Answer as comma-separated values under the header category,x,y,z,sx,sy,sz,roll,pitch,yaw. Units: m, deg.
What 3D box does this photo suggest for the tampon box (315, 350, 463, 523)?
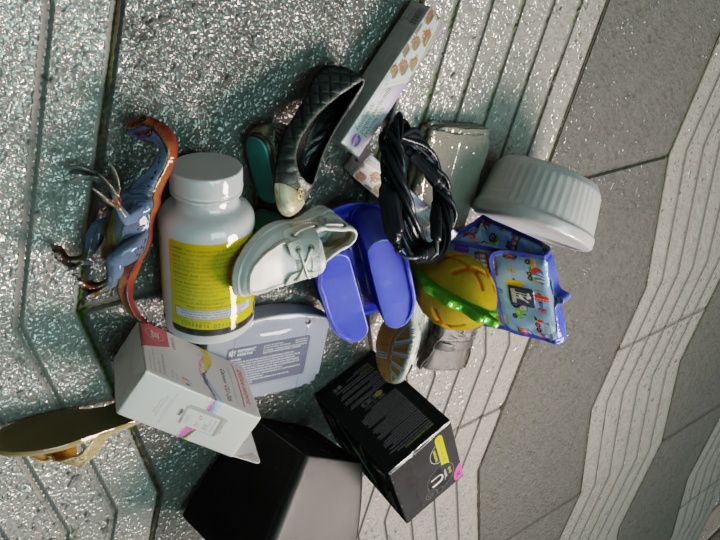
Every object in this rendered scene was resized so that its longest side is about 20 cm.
category,x,y,z,sx,sy,sz,roll,pitch,yaw
tampon box,0.047,0.260,1.142,0.126,0.200,0.151,-35,135,-17

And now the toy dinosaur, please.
category,x,y,z,sx,sy,sz,roll,pitch,yaw
toy dinosaur,-0.246,-0.066,0.764,0.181,0.105,0.200,-45,150,-3

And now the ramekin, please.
category,x,y,z,sx,sy,sz,roll,pitch,yaw
ramekin,0.279,-0.107,1.118,0.201,0.201,0.096,20,91,-45

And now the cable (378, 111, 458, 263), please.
category,x,y,z,sx,sy,sz,roll,pitch,yaw
cable,0.079,-0.111,0.949,0.162,0.050,0.203,-8,86,-53

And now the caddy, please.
category,x,y,z,sx,sy,sz,roll,pitch,yaw
caddy,0.000,0.000,1.008,0.139,0.106,0.202,-17,129,-4

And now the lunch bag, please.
category,x,y,z,sx,sy,sz,roll,pitch,yaw
lunch bag,0.235,0.018,1.081,0.093,0.199,0.153,-29,119,-27

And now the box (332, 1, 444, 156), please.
category,x,y,z,sx,sy,sz,roll,pitch,yaw
box,0.031,-0.243,0.912,0.039,0.041,0.201,30,94,-46

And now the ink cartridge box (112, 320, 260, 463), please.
category,x,y,z,sx,sy,sz,roll,pitch,yaw
ink cartridge box,-0.198,0.152,0.884,0.199,0.117,0.068,32,102,-32

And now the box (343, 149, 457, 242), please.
category,x,y,z,sx,sy,sz,roll,pitch,yaw
box,0.059,-0.098,1.008,0.039,0.042,0.199,-47,124,8

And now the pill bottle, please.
category,x,y,z,sx,sy,sz,roll,pitch,yaw
pill bottle,-0.177,-0.026,0.830,0.110,0.111,0.203,-16,126,-32

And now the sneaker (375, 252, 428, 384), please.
category,x,y,z,sx,sy,sz,roll,pitch,yaw
sneaker,0.081,0.076,1.117,0.087,0.075,0.203,7,94,-50

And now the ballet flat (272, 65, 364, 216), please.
category,x,y,z,sx,sy,sz,roll,pitch,yaw
ballet flat,-0.053,-0.156,0.844,0.066,0.056,0.203,47,59,-60

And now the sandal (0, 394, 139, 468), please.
category,x,y,z,sx,sy,sz,roll,pitch,yaw
sandal,-0.331,0.206,0.872,0.210,0.077,0.071,-16,120,-39

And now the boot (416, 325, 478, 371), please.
category,x,y,z,sx,sy,sz,roll,pitch,yaw
boot,0.195,0.095,1.267,0.197,0.069,0.177,-3,119,-27

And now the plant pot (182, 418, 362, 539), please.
category,x,y,z,sx,sy,sz,roll,pitch,yaw
plant pot,-0.111,0.335,1.075,0.198,0.199,0.180,24,87,-46

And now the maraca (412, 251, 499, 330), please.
category,x,y,z,sx,sy,sz,roll,pitch,yaw
maraca,0.135,0.033,1.010,0.135,0.200,0.108,24,101,-2

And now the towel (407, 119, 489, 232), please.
category,x,y,z,sx,sy,sz,roll,pitch,yaw
towel,0.120,-0.125,1.081,0.131,0.034,0.203,-5,120,-37

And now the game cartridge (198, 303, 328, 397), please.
category,x,y,z,sx,sy,sz,roll,pitch,yaw
game cartridge,-0.137,0.113,1.010,0.198,0.041,0.135,-7,124,-38

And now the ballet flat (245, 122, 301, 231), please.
category,x,y,z,sx,sy,sz,roll,pitch,yaw
ballet flat,-0.100,-0.087,0.898,0.075,0.067,0.203,-31,132,-43

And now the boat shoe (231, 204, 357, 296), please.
category,x,y,z,sx,sy,sz,roll,pitch,yaw
boat shoe,-0.070,-0.022,0.845,0.200,0.069,0.072,-39,144,-48
